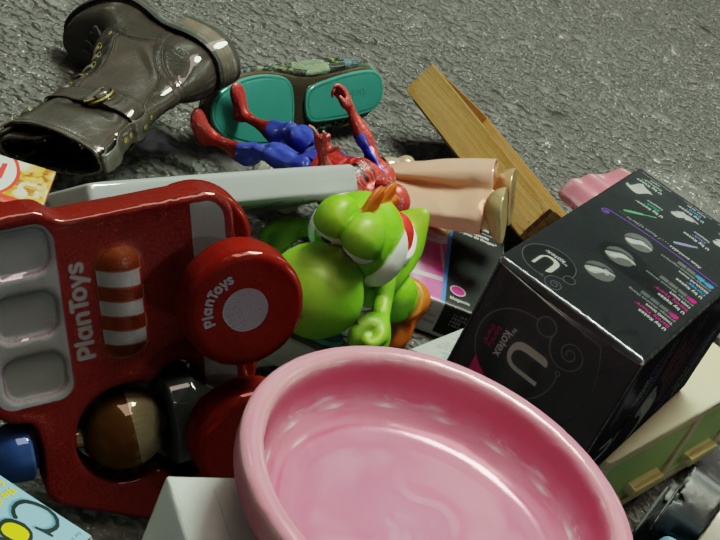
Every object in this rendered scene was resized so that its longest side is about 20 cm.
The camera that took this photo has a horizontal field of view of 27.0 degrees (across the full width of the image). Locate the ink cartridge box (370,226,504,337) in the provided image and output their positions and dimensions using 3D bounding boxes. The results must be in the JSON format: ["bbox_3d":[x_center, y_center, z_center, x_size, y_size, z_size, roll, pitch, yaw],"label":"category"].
[{"bbox_3d":[0.064,-0.018,1.172,0.094,0.037,0.200,21,31,-6],"label":"ink cartridge box"}]

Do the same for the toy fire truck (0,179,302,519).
[{"bbox_3d":[-0.126,0.047,0.816,0.167,0.201,0.112,-11,28,-19],"label":"toy fire truck"}]

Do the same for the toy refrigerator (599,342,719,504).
[{"bbox_3d":[0.188,0.110,1.030,0.070,0.076,0.200,42,36,25],"label":"toy refrigerator"}]

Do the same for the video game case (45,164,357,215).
[{"bbox_3d":[-0.134,-0.042,0.980,0.199,0.023,0.182,-8,1,-39],"label":"video game case"}]

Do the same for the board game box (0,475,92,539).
[{"bbox_3d":[-0.244,0.130,0.697,0.200,0.103,0.105,31,33,11],"label":"board game box"}]

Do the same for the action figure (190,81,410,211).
[{"bbox_3d":[-0.042,-0.101,1.074,0.200,0.099,0.065,30,56,33],"label":"action figure"}]

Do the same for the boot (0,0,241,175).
[{"bbox_3d":[-0.205,-0.137,1.124,0.200,0.069,0.174,15,42,39],"label":"boot"}]

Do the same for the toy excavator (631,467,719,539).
[{"bbox_3d":[0.174,0.219,0.849,0.100,0.195,0.200,36,78,10],"label":"toy excavator"}]

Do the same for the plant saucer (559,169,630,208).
[{"bbox_3d":[0.245,-0.013,1.169,0.200,0.051,0.201,40,6,-5],"label":"plant saucer"}]

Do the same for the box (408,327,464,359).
[{"bbox_3d":[0.110,0.069,1.037,0.082,0.049,0.200,19,25,38],"label":"box"}]

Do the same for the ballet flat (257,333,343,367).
[{"bbox_3d":[-0.088,0.030,0.962,0.069,0.069,0.200,50,12,34],"label":"ballet flat"}]

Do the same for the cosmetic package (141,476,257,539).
[{"bbox_3d":[0.003,0.211,0.726,0.199,0.123,0.200,4,38,-27],"label":"cosmetic package"}]

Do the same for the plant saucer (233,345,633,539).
[{"bbox_3d":[0.031,0.118,0.717,0.200,0.051,0.201,17,32,-11],"label":"plant saucer"}]

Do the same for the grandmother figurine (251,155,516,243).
[{"bbox_3d":[0.015,-0.064,1.132,0.199,0.061,0.121,7,17,12],"label":"grandmother figurine"}]

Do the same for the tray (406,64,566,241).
[{"bbox_3d":[0.118,-0.082,1.255,0.099,0.037,0.200,36,17,-48],"label":"tray"}]

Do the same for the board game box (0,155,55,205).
[{"bbox_3d":[-0.286,-0.015,0.832,0.199,0.152,0.046,17,33,-10],"label":"board game box"}]

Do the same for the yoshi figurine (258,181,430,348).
[{"bbox_3d":[-0.014,0.007,0.977,0.112,0.112,0.200,-1,-11,8],"label":"yoshi figurine"}]

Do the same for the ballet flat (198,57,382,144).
[{"bbox_3d":[-0.070,-0.140,1.241,0.200,0.074,0.074,-11,46,-44],"label":"ballet flat"}]

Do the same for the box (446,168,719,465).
[{"bbox_3d":[0.148,0.035,0.928,0.106,0.123,0.200,37,35,18],"label":"box"}]
